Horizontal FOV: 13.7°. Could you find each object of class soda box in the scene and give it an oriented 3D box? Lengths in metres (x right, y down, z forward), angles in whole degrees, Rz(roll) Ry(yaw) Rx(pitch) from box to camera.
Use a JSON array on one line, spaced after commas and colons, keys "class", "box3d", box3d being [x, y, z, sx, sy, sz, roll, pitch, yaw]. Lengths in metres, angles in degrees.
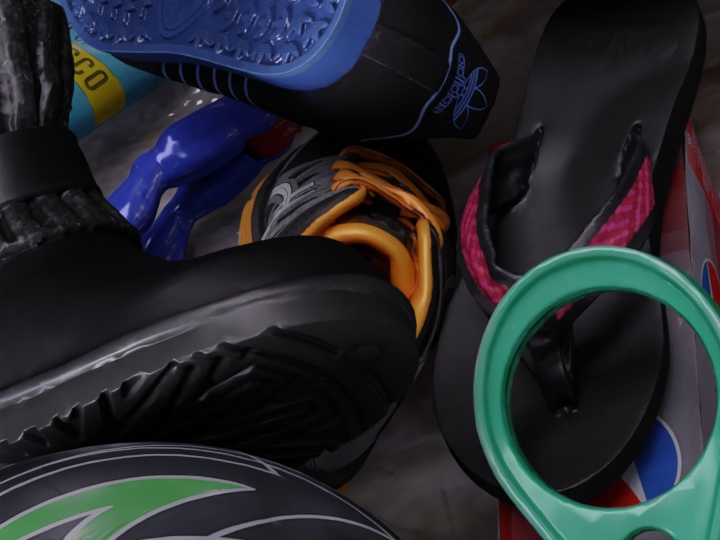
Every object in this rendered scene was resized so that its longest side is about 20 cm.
[{"class": "soda box", "box3d": [0.081, 0.050, 0.941, 0.070, 0.064, 0.201, -10, 53, 16]}]

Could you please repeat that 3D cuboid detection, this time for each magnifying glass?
[{"class": "magnifying glass", "box3d": [0.085, 0.091, 0.849, 0.079, 0.022, 0.201, -16, 80, 14]}]

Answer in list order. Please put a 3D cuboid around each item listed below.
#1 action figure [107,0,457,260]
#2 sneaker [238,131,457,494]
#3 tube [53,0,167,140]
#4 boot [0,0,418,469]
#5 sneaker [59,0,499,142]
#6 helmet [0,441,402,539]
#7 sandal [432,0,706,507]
[{"class": "action figure", "box3d": [-0.056, -0.067, 1.082, 0.199, 0.065, 0.099, -35, 59, -2]}, {"class": "sneaker", "box3d": [0.000, 0.000, 0.966, 0.078, 0.077, 0.200, 26, 34, -7]}, {"class": "tube", "box3d": [-0.145, -0.053, 1.094, 0.077, 0.050, 0.200, 42, 56, 10]}, {"class": "boot", "box3d": [-0.081, -0.015, 0.887, 0.210, 0.079, 0.159, -18, 63, 28]}, {"class": "sneaker", "box3d": [-0.031, -0.082, 1.002, 0.200, 0.078, 0.070, 30, 91, 56]}, {"class": "helmet", "box3d": [-0.065, 0.141, 0.809, 0.199, 0.200, 0.192, -8, 56, 19]}, {"class": "sandal", "box3d": [0.063, -0.018, 0.926, 0.075, 0.045, 0.201, -1, 57, 22]}]
